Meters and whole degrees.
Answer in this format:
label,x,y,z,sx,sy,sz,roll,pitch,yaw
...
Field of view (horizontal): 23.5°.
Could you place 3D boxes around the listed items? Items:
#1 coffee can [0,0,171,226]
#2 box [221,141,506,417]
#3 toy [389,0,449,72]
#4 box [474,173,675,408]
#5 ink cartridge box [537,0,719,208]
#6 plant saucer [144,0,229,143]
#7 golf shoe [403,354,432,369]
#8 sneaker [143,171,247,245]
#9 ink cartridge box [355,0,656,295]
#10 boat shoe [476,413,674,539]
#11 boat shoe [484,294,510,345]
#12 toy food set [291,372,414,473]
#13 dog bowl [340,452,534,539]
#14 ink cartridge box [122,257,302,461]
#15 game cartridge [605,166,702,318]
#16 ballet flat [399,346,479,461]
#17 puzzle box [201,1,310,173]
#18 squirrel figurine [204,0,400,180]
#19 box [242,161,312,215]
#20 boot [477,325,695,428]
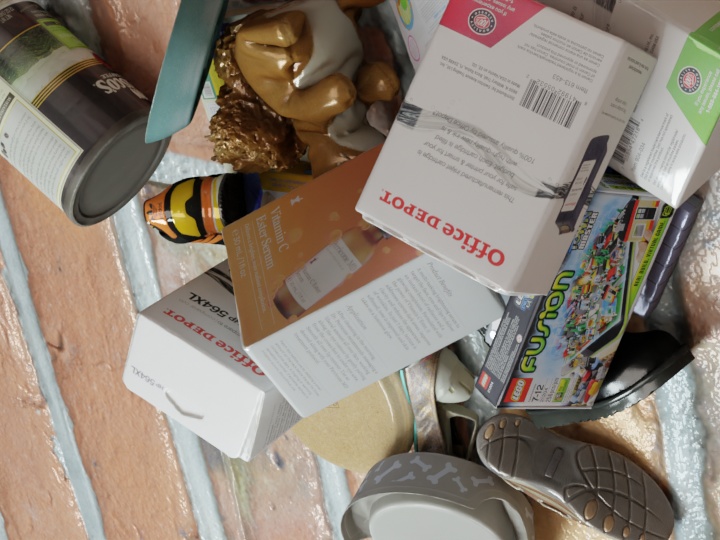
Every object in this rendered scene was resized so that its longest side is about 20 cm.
label,x,y,z,sx,sy,sz,roll,pitch,yaw
coffee can,-0.313,-0.164,1.775,0.200,0.146,0.147,40,137,14
box,0.000,0.000,1.455,0.199,0.153,0.107,-28,132,10
toy,0.058,-0.243,1.442,0.201,0.047,0.115,66,162,6
box,0.174,0.019,1.399,0.035,0.109,0.201,44,123,46
ink cartridge box,0.206,-0.168,1.351,0.199,0.084,0.146,35,134,19
plant saucer,-0.149,-0.206,1.563,0.036,0.201,0.201,17,134,-5
golf shoe,0.042,-0.009,1.570,0.072,0.092,0.202,2,97,23
sneaker,-0.156,-0.058,1.644,0.089,0.200,0.071,-4,88,2
ink cartridge box,0.108,-0.100,1.291,0.144,0.084,0.201,28,99,25
boat shoe,0.202,0.197,1.619,0.199,0.076,0.072,31,168,12
boat shoe,0.164,-0.016,1.442,0.062,0.072,0.201,23,115,9
toy food set,-0.022,0.118,1.774,0.197,0.049,0.201,-25,99,48
dog bowl,0.082,0.252,1.709,0.198,0.059,0.201,13,144,9
ink cartridge box,-0.098,0.067,1.580,0.145,0.200,0.085,30,124,18
game cartridge,0.186,-0.061,1.480,0.199,0.038,0.130,34,139,20
ballet flat,0.081,0.127,1.686,0.067,0.068,0.201,4,127,20
puzzle box,-0.095,-0.156,1.674,0.132,0.025,0.201,1,117,42
squirrel figurine,-0.046,-0.144,1.547,0.199,0.141,0.188,-6,111,44
box,-0.047,-0.004,1.666,0.118,0.041,0.202,8,112,30
boot,0.179,0.050,1.519,0.210,0.079,0.159,-23,100,51
